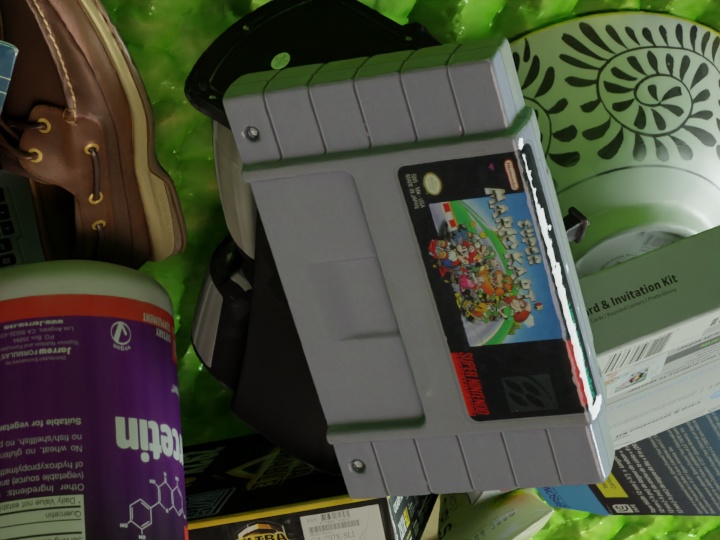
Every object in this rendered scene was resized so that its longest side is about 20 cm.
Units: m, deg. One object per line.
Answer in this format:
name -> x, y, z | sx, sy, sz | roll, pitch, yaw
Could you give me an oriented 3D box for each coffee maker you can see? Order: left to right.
coffee maker -> 0.000, 0.000, 1.092 | 0.134, 0.193, 0.201 | -20, 142, -20

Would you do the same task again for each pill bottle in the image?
pill bottle -> -0.136, 0.104, 1.063 | 0.111, 0.202, 0.113 | -5, 163, -2

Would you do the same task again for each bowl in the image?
bowl -> 0.127, -0.025, 1.175 | 0.199, 0.095, 0.202 | -9, 138, -8

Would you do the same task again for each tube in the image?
tube -> 0.069, 0.131, 1.237 | 0.051, 0.200, 0.059 | 12, 96, 1

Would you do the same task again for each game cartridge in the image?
game cartridge -> 0.028, 0.005, 0.972 | 0.129, 0.038, 0.201 | -4, 116, 28

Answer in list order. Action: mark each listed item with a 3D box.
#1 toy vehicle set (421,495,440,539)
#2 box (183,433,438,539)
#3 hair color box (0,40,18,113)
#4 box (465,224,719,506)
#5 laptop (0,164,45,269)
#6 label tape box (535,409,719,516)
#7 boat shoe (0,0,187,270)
toy vehicle set -> -0.042, 0.156, 1.364 | 0.199, 0.027, 0.124 | -28, 136, 13
box -> -0.045, 0.124, 1.201 | 0.158, 0.200, 0.050 | -12, 97, 11
hair color box -> -0.218, -0.014, 1.006 | 0.060, 0.100, 0.202 | 15, 93, -30
box -> 0.130, 0.043, 1.110 | 0.155, 0.041, 0.200 | -20, 160, -14
laptop -> -0.203, 0.059, 1.148 | 0.198, 0.117, 0.188 | -12, 138, -4
label tape box -> 0.180, 0.081, 1.311 | 0.198, 0.067, 0.143 | -1, 146, 30
boat shoe -> -0.135, -0.067, 1.051 | 0.067, 0.072, 0.201 | -32, 137, -17
